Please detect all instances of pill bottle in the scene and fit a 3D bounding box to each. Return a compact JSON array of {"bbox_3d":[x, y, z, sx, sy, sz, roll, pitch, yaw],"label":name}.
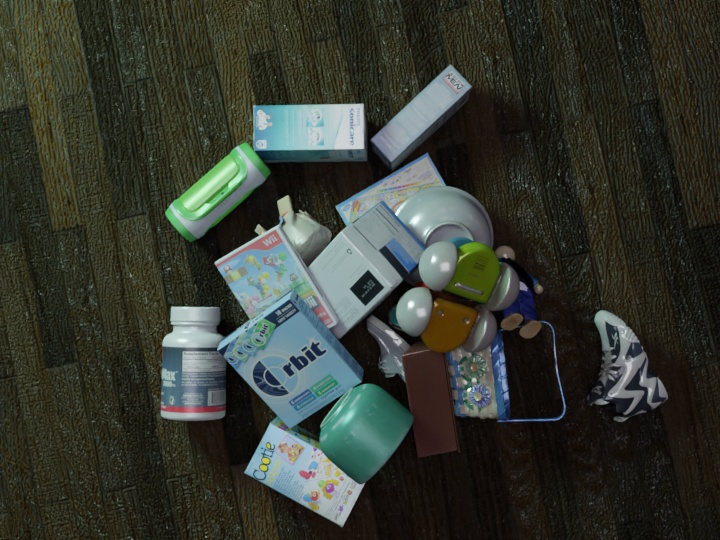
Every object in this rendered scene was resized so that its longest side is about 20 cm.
[{"bbox_3d":[-0.303,0.168,1.648,0.119,0.120,0.202,0,87,2],"label":"pill bottle"}]

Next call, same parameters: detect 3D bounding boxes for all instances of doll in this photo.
[{"bbox_3d":[0.269,0.024,1.609,0.136,0.201,0.049,23,128,-20],"label":"doll"}]

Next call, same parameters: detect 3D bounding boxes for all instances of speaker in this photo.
[{"bbox_3d":[-0.263,-0.145,1.677,0.200,0.088,0.089,-41,87,0],"label":"speaker"}]

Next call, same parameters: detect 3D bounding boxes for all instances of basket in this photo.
[{"bbox_3d":[0.257,0.190,1.614,0.199,0.139,0.178,-10,88,8],"label":"basket"}]

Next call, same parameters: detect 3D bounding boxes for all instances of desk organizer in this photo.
[{"bbox_3d":[0.120,0.223,1.600,0.076,0.072,0.201,-10,104,-3],"label":"desk organizer"}]

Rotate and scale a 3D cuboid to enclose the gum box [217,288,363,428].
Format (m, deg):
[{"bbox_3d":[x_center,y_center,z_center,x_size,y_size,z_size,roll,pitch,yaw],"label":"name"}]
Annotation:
[{"bbox_3d":[-0.121,0.158,1.582,0.169,0.045,0.200,-34,106,18],"label":"gum box"}]

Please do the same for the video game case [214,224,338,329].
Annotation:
[{"bbox_3d":[-0.147,0.038,1.584,0.142,0.017,0.201,-28,100,20],"label":"video game case"}]

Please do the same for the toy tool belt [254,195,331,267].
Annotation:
[{"bbox_3d":[-0.153,-0.027,1.661,0.123,0.125,0.200,41,103,24],"label":"toy tool belt"}]

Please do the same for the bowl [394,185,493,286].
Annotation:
[{"bbox_3d":[0.152,-0.048,1.627,0.200,0.090,0.203,-1,102,-6],"label":"bowl"}]

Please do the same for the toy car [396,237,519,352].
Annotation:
[{"bbox_3d":[0.155,0.032,1.523,0.174,0.150,0.201,18,111,-20],"label":"toy car"}]

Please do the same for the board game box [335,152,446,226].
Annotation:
[{"bbox_3d":[0.072,-0.110,1.686,0.199,0.034,0.135,-30,87,1],"label":"board game box"}]

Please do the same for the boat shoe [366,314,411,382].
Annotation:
[{"bbox_3d":[0.071,0.171,1.656,0.071,0.070,0.201,-43,90,-6],"label":"boat shoe"}]

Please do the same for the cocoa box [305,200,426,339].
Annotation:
[{"bbox_3d":[0.000,0.000,1.589,0.133,0.200,0.131,47,47,3],"label":"cocoa box"}]

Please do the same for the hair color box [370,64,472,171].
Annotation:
[{"bbox_3d":[0.111,-0.278,1.659,0.200,0.099,0.061,-43,86,0],"label":"hair color box"}]

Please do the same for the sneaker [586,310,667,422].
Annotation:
[{"bbox_3d":[0.451,0.183,1.635,0.129,0.079,0.200,-32,97,-8],"label":"sneaker"}]

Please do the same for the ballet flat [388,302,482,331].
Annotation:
[{"bbox_3d":[0.151,0.078,1.658,0.199,0.072,0.073,-13,87,2],"label":"ballet flat"}]

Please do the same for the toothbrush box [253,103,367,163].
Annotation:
[{"bbox_3d":[-0.087,-0.248,1.643,0.198,0.146,0.086,-2,88,1],"label":"toothbrush box"}]

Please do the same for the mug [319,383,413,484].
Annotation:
[{"bbox_3d":[-0.003,0.274,1.557,0.114,0.185,0.152,40,69,-2],"label":"mug"}]

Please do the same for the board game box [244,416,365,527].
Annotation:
[{"bbox_3d":[-0.093,0.361,1.639,0.199,0.103,0.105,28,91,3],"label":"board game box"}]
